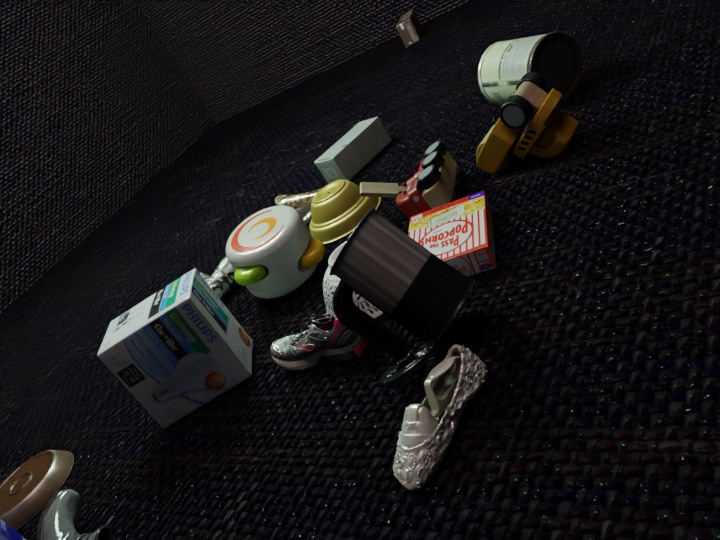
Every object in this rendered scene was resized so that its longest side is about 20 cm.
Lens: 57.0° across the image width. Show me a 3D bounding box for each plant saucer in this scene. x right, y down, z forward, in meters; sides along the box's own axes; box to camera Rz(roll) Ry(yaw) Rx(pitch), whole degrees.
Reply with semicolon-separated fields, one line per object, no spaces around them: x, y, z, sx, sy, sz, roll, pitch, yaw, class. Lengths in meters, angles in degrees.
-0.654;0.426;1.297;0.198;0.035;0.201;-26;26;13;plant saucer

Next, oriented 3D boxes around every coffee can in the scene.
0.381;-0.454;1.506;0.146;0.148;0.199;-38;25;-13;coffee can

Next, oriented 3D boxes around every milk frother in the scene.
0.039;0.041;0.925;0.182;0.187;0.200;-57;-5;10;milk frother

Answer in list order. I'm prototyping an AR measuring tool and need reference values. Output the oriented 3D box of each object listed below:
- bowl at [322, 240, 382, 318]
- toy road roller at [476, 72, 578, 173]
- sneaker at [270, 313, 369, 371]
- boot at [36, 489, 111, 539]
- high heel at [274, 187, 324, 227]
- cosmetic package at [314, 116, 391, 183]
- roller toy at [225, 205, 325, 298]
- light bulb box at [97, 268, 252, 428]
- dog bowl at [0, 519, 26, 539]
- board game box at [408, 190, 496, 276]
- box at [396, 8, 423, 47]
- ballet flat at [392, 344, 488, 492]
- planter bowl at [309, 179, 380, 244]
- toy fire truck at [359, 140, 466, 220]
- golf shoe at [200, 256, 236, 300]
0.000;0.000;1.205;0.198;0.095;0.202;-28;24;13;bowl
0.329;-0.265;1.295;0.123;0.145;0.201;-52;-7;-36;toy road roller
-0.075;0.111;1.116;0.197;0.075;0.081;-17;28;33;sneaker
-0.436;0.417;1.022;0.130;0.070;0.202;-23;37;14;boot
-0.138;-0.189;1.738;0.142;0.072;0.199;-43;40;-11;high heel
-0.019;-0.333;1.849;0.201;0.091;0.106;-49;26;-25;cosmetic package
-0.185;-0.038;1.444;0.198;0.141;0.183;-32;35;-5;roller toy
-0.331;0.143;1.220;0.198;0.200;0.125;-31;26;6;light bulb box
-0.644;0.507;1.079;0.197;0.079;0.201;-27;25;13;dog bowl
0.156;-0.052;1.155;0.149;0.047;0.201;-19;28;19;board game box
0.213;-1.043;2.849;0.074;0.101;0.201;-21;28;23;box
0.089;0.171;0.819;0.071;0.072;0.201;-4;38;46;ballet flat
-0.056;-0.156;1.571;0.198;0.084;0.201;-27;26;14;planter bowl
0.100;-0.164;1.372;0.199;0.129;0.177;-33;22;31;toy fire truck
-0.328;0.031;1.594;0.198;0.078;0.095;-32;42;8;golf shoe
